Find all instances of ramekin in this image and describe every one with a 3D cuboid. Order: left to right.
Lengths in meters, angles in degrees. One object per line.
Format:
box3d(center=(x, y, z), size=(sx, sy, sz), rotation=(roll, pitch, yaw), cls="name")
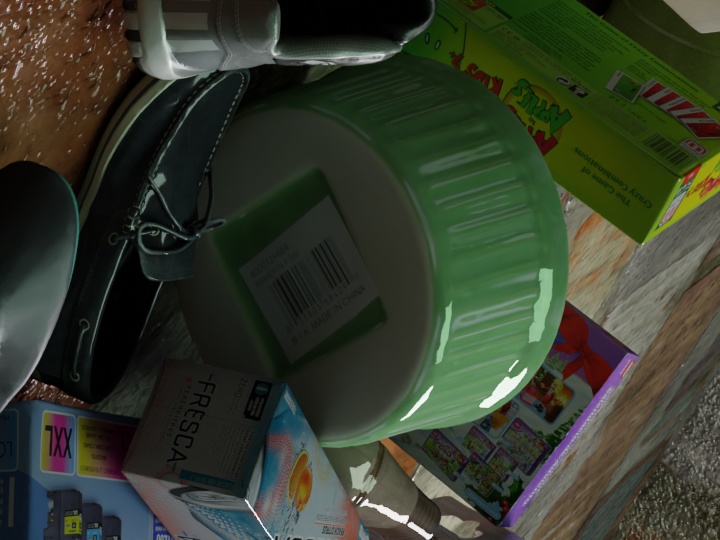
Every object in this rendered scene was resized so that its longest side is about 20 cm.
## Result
box3d(center=(-0.003, -0.006, 0.988), size=(0.098, 0.200, 0.200), rotation=(-17, 142, -51), cls="ramekin")

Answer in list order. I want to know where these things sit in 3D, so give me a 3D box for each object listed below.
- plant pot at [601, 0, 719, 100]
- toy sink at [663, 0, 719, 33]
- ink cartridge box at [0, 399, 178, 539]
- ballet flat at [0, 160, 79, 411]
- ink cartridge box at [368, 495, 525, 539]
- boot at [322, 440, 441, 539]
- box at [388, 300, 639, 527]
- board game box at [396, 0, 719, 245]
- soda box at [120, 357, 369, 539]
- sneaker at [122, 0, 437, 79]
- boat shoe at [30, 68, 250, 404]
box3d(center=(0.272, -0.219, 1.324), size=(0.200, 0.200, 0.191), rotation=(-30, 140, -51), cls="plant pot")
box3d(center=(0.171, -0.244, 1.052), size=(0.130, 0.200, 0.112), rotation=(-52, -167, -5), cls="toy sink")
box3d(center=(-0.152, 0.169, 0.933), size=(0.136, 0.076, 0.201), rotation=(19, 70, -62), cls="ink cartridge box")
box3d(center=(-0.183, 0.042, 0.826), size=(0.073, 0.073, 0.200), rotation=(-21, 147, -59), cls="ballet flat")
box3d(center=(-0.007, 0.197, 1.225), size=(0.199, 0.050, 0.161), rotation=(-8, -172, -17), cls="ink cartridge box")
box3d(center=(-0.051, 0.115, 1.123), size=(0.200, 0.146, 0.070), rotation=(-15, -132, 49), cls="boot")
box3d(center=(0.057, 0.048, 1.226), size=(0.137, 0.200, 0.039), rotation=(-53, 161, 6), cls="box")
box3d(center=(0.105, -0.104, 1.048), size=(0.102, 0.200, 0.048), rotation=(-29, 152, -51), cls="board game box")
box3d(center=(-0.053, 0.120, 0.981), size=(0.200, 0.068, 0.064), rotation=(66, 39, -58), cls="soda box")
box3d(center=(-0.003, -0.122, 0.855), size=(0.200, 0.115, 0.075), rotation=(-31, 120, -50), cls="sneaker")
box3d(center=(-0.101, -0.023, 0.917), size=(0.200, 0.062, 0.075), rotation=(-58, 160, 14), cls="boat shoe")
